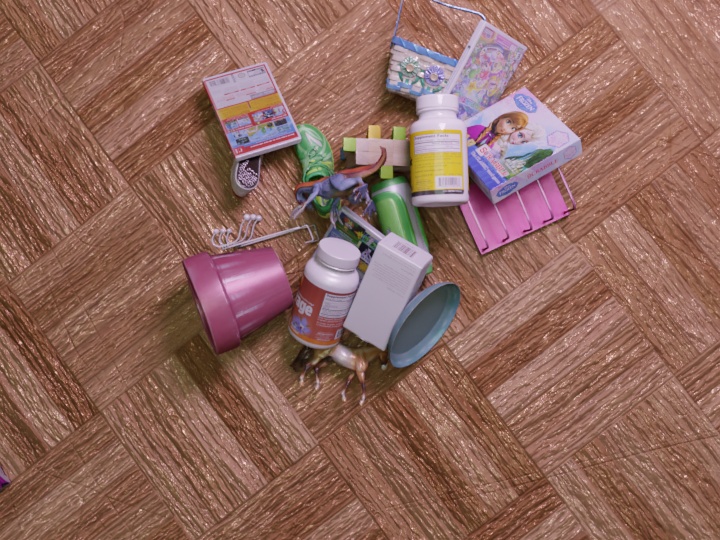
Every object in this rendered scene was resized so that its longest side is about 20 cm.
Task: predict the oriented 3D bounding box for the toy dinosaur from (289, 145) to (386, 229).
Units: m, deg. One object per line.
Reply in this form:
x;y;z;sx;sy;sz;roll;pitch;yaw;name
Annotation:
-0.048;-0.155;1.634;0.181;0.105;0.201;26;80;39;toy dinosaur

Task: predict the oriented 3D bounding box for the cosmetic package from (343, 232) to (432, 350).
0.052;0.042;1.631;0.101;0.074;0.201;31;119;13;cosmetic package

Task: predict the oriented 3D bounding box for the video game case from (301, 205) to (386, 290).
0.000;0.000;1.693;0.199;0.022;0.183;37;119;9;video game case

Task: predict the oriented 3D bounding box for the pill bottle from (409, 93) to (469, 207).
0.148;-0.224;1.593;0.110;0.111;0.203;-1;89;3;pill bottle

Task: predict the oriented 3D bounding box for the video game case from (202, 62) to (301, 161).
-0.221;-0.325;1.716;0.142;0.017;0.202;-19;69;-16;video game case

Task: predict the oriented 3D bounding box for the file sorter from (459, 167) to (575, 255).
0.306;-0.138;1.676;0.198;0.125;0.140;-25;87;2;file sorter

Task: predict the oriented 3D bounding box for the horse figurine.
-0.045;0.191;1.718;0.198;0.050;0.134;17;77;10;horse figurine

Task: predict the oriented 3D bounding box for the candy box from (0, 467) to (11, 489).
-0.848;0.448;1.750;0.199;0.061;0.137;-35;87;1;candy box

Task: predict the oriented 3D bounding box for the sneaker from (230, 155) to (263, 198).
-0.233;-0.243;1.741;0.072;0.085;0.202;19;66;-16;sneaker

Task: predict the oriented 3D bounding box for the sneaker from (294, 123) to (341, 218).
-0.085;-0.208;1.721;0.073;0.084;0.202;-20;86;3;sneaker

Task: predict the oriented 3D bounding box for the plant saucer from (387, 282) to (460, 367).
0.120;0.101;1.653;0.027;0.200;0.201;39;90;27;plant saucer

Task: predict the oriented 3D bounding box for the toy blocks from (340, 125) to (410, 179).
0.045;-0.225;1.693;0.197;0.137;0.101;1;89;-15;toy blocks

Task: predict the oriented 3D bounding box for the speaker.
0.083;-0.082;1.706;0.087;0.088;0.202;-16;87;2;speaker

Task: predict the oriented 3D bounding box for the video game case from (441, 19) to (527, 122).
0.235;-0.374;1.669;0.018;0.142;0.201;43;111;42;video game case

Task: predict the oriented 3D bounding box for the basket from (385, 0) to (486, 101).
0.143;-0.436;1.689;0.174;0.139;0.202;18;97;3;basket

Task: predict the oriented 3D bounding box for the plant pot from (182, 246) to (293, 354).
-0.237;0.043;1.676;0.177;0.200;0.202;-21;87;-13;plant pot

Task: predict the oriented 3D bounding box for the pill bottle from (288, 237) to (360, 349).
-0.067;0.043;1.661;0.111;0.112;0.202;20;115;4;pill bottle

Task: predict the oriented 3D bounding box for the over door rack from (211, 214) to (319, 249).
-0.186;-0.081;1.691;0.197;0.148;0.068;-4;93;3;over door rack

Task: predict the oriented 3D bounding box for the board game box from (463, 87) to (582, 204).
0.289;-0.246;1.634;0.198;0.041;0.201;-30;49;-4;board game box
